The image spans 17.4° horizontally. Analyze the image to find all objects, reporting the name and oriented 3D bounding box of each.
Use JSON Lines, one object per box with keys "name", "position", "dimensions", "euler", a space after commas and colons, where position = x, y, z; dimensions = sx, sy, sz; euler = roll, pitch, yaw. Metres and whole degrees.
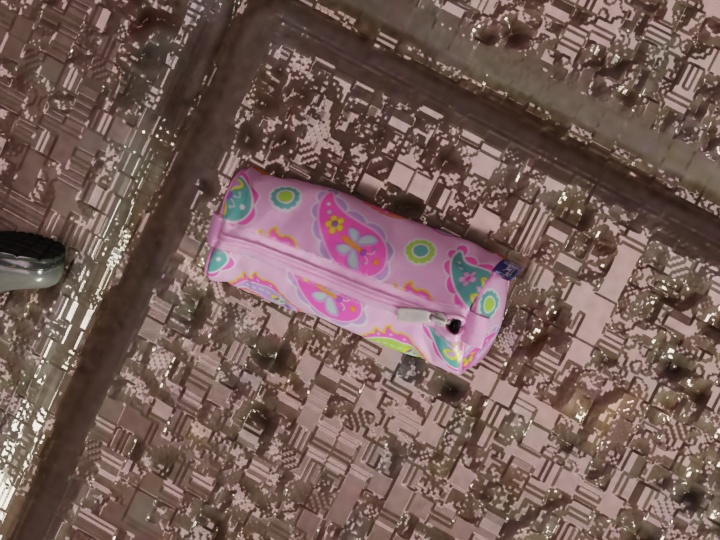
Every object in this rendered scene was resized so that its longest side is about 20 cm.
{"name": "boot", "position": [-0.286, 0.041, 1.633], "dimensions": [0.200, 0.068, 0.131], "euler": [-1, 99, 24]}
{"name": "pencil case", "position": [0.000, 0.000, 1.529], "dimensions": [0.200, 0.087, 0.087], "euler": [22, 101, 14]}
